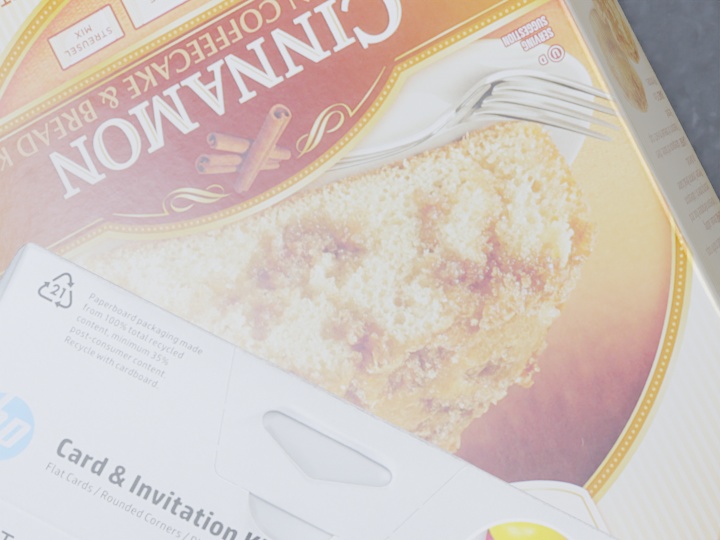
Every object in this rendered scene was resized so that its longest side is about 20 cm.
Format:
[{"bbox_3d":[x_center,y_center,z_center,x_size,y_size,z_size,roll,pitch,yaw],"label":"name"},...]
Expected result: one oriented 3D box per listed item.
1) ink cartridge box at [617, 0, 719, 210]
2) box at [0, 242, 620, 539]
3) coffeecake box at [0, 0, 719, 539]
[{"bbox_3d":[0.119,-0.036,0.712,0.099,0.039,0.200,-43,81,-5],"label":"ink cartridge box"},{"bbox_3d":[-0.048,0.116,0.596,0.155,0.041,0.201,26,75,9],"label":"box"},{"bbox_3d":[0.000,0.000,0.675,0.201,0.153,0.073,63,15,0],"label":"coffeecake box"}]
